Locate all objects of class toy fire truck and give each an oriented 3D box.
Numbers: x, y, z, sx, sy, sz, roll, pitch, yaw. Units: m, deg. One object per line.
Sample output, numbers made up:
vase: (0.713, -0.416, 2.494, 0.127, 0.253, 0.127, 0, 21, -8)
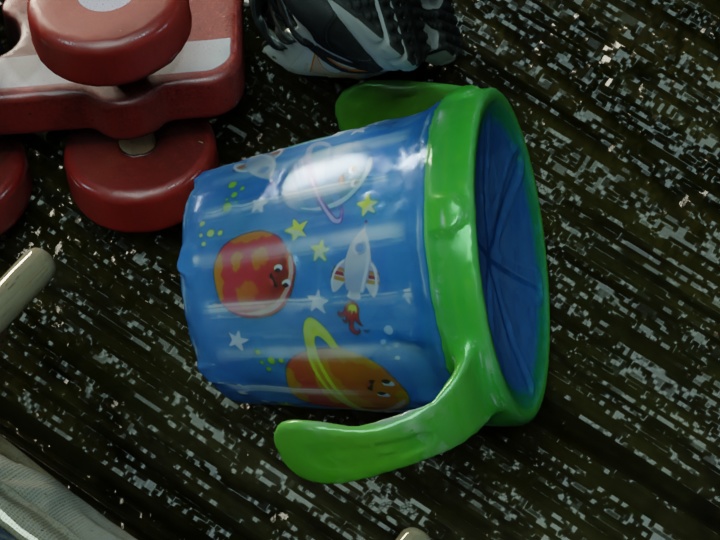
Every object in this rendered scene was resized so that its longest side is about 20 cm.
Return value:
toy fire truck: (-0.142, -0.109, 1.169, 0.199, 0.112, 0.168, -5, 47, 4)

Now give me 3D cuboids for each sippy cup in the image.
sippy cup: (0.000, 0.000, 1.100, 0.130, 0.178, 0.140, -5, 99, 16)

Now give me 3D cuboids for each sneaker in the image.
sneaker: (-0.013, -0.106, 1.102, 0.080, 0.200, 0.074, -13, 85, 11)

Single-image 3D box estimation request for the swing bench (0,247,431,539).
swing bench: (-0.118, 0.134, 1.007, 0.199, 0.130, 0.200, 37, 49, 9)
